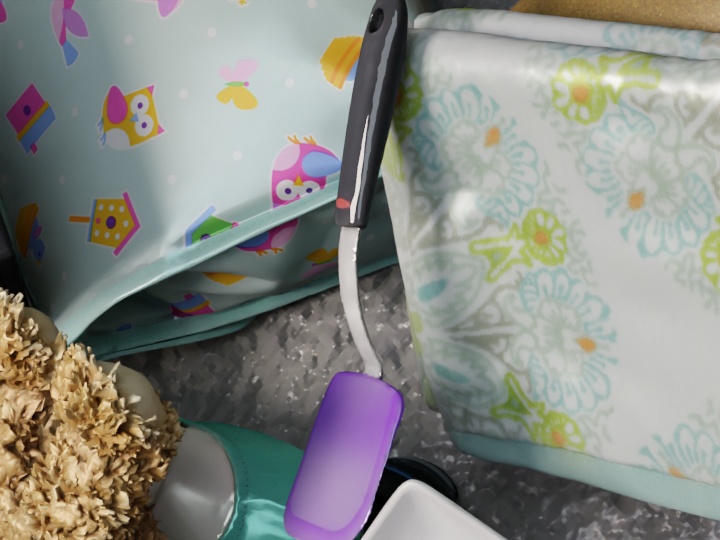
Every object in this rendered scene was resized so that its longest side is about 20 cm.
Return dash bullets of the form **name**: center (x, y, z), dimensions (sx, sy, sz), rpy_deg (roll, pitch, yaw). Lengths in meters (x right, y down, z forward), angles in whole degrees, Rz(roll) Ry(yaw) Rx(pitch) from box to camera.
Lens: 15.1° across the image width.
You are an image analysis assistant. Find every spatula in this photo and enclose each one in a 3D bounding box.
- **spatula**: center (0.000, 0.000, 0.965), dimensions (0.056, 0.020, 0.201), rpy_deg (15, 102, 60)

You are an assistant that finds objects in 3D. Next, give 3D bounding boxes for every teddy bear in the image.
- **teddy bear**: center (-0.115, 0.106, 0.978), dimensions (0.145, 0.067, 0.200), rpy_deg (41, 131, 26)

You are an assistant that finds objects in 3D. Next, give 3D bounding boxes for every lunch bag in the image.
- **lunch bag**: center (-0.062, -0.068, 1.100), dimensions (0.200, 0.122, 0.171), rpy_deg (-24, 73, 9)

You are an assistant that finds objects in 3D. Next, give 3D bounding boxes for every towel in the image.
- **towel**: center (0.093, -0.002, 0.957), dimensions (0.200, 0.048, 0.172), rpy_deg (10, 120, 40)

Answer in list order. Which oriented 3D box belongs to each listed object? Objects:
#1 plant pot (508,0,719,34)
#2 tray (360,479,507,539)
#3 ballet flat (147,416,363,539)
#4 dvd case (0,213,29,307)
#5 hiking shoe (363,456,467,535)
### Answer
- **plant pot**: center (0.149, -0.077, 1.007), dimensions (0.200, 0.186, 0.187), rpy_deg (-20, 73, 31)
- **tray**: center (0.075, 0.162, 0.969), dimensions (0.200, 0.022, 0.107), rpy_deg (35, 118, 0)
- **ballet flat**: center (-0.093, 0.079, 1.039), dimensions (0.200, 0.070, 0.068), rpy_deg (15, 84, 37)
- **dvd case**: center (-0.160, -0.038, 1.078), dimensions (0.018, 0.200, 0.143), rpy_deg (-21, 76, -9)
- **hiking shoe**: center (0.034, 0.159, 1.036), dimensions (0.074, 0.087, 0.200), rpy_deg (-37, 69, 11)
